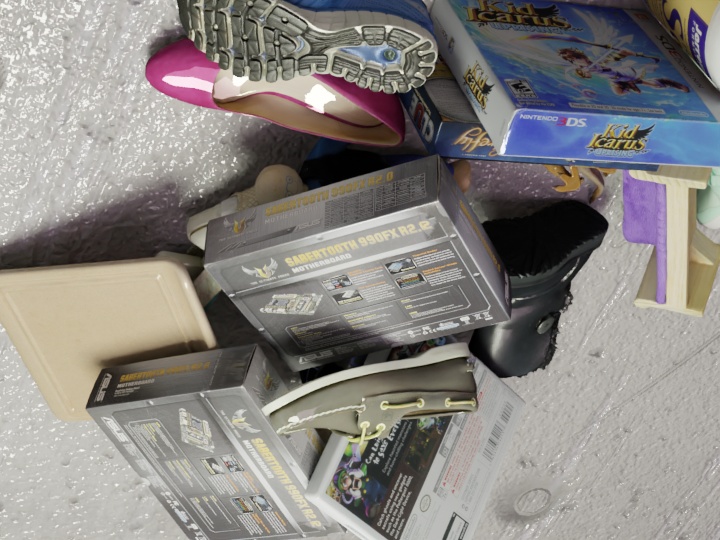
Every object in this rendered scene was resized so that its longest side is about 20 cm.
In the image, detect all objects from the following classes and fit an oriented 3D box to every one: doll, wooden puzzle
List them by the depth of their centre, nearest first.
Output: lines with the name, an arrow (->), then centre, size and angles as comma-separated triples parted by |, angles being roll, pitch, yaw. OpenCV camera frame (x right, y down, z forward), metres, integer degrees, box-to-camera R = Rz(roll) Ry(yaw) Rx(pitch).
doll -> 0.000, -0.068, 1.158 | 0.199, 0.048, 0.137 | -1, 98, -33
wooden puzzle -> -0.207, 0.058, 1.180 | 0.199, 0.037, 0.186 | -1, 134, 18

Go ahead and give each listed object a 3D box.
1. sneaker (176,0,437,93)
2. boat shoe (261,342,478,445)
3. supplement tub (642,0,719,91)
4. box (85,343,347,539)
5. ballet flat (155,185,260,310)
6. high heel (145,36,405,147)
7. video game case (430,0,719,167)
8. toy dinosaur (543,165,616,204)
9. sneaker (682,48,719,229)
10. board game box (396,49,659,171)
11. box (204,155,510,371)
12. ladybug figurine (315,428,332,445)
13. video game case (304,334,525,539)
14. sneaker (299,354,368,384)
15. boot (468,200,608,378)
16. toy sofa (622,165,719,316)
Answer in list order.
sneaker -> -0.040, -0.192, 1.054 | 0.199, 0.089, 0.079 | 11, 133, -4
boat shoe -> 0.014, 0.107, 1.135 | 0.201, 0.061, 0.072 | -11, 170, -34
supplement tub -> 0.313, -0.211, 1.075 | 0.145, 0.200, 0.146 | -10, 130, -11
box -> -0.116, 0.155, 1.188 | 0.158, 0.048, 0.200 | -11, 130, 25
ballet flat -> -0.135, -0.009, 1.175 | 0.062, 0.068, 0.200 | 29, 114, -26
high heel -> -0.063, -0.132, 1.076 | 0.199, 0.096, 0.068 | 6, 126, -24
video game case -> 0.172, -0.152, 1.087 | 0.199, 0.182, 0.046 | 1, 127, -21
toy dinosaur -> 0.180, -0.102, 1.193 | 0.200, 0.106, 0.060 | 35, 103, -34
sneaker -> 0.299, -0.122, 1.240 | 0.117, 0.074, 0.201 | 5, 136, -5
board game box -> 0.131, -0.135, 1.118 | 0.199, 0.136, 0.035 | 2, 128, -20
box -> 0.000, 0.000, 1.101 | 0.199, 0.049, 0.159 | -15, 138, 20
ladybug figurine -> 0.024, 0.147, 1.289 | 0.200, 0.072, 0.136 | -25, 161, -44
video game case -> 0.054, 0.155, 1.226 | 0.182, 0.023, 0.201 | 42, 62, -32
sneaker -> 0.013, 0.043, 1.260 | 0.070, 0.078, 0.200 | 19, 120, -31
boot -> 0.135, 0.034, 1.262 | 0.200, 0.076, 0.169 | -21, 140, -47
toy sofa -> 0.264, -0.053, 1.223 | 0.097, 0.083, 0.200 | 12, 147, 21
